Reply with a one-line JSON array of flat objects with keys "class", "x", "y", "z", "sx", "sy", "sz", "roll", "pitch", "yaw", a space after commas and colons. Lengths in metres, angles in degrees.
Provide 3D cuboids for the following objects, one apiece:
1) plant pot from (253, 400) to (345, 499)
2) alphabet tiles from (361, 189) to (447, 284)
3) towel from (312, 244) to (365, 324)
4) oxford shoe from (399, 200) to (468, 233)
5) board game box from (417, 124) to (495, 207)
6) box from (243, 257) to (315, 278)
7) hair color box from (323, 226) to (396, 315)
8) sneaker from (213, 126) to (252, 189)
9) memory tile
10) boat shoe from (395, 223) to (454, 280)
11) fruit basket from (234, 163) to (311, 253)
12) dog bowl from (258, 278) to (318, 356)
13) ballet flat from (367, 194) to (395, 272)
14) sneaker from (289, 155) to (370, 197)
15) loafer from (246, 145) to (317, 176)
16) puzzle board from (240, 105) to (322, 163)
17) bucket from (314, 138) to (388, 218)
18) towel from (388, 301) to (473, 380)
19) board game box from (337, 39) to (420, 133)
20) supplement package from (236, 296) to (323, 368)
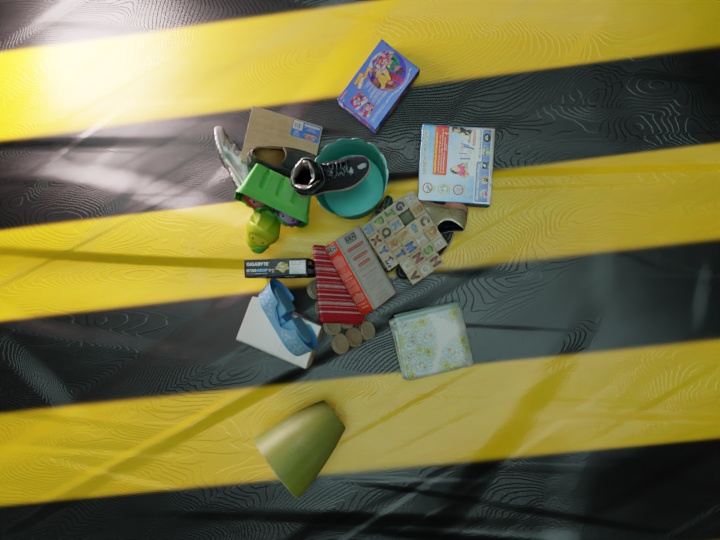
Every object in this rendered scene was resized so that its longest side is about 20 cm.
[{"class": "plant pot", "x": -0.140, "y": 0.435, "z": 1.432, "sx": 0.199, "sy": 0.187, "sz": 0.188, "roll": -39, "pitch": 86, "yaw": -14}, {"class": "alphabet tiles", "x": 0.120, "y": -0.075, "z": 1.439, "sx": 0.166, "sy": 0.008, "sz": 0.202, "roll": -34, "pitch": 87, "yaw": 10}, {"class": "towel", "x": -0.057, "y": 0.038, "z": 1.447, "sx": 0.142, "sy": 0.022, "sz": 0.205, "roll": 5, "pitch": 71, "yaw": -38}, {"class": "oxford shoe", "x": 0.180, "y": -0.133, "z": 1.455, "sx": 0.195, "sy": 0.071, "sz": 0.075, "roll": -2, "pitch": 53, "yaw": 17}, {"class": "board game box", "x": 0.251, "y": -0.275, "z": 1.484, "sx": 0.191, "sy": 0.056, "sz": 0.205, "roll": 4, "pitch": 88, "yaw": 4}, {"class": "box", "x": -0.196, "y": -0.004, "z": 1.427, "sx": 0.155, "sy": 0.200, "sz": 0.047, "roll": -1, "pitch": 89, "yaw": 4}, {"class": "hair color box", "x": 0.000, "y": 0.000, "z": 1.451, "sx": 0.101, "sy": 0.061, "sz": 0.203, "roll": -31, "pitch": 94, "yaw": -41}, {"class": "sneaker", "x": -0.334, "y": -0.303, "z": 1.522, "sx": 0.081, "sy": 0.075, "sz": 0.203, "roll": -28, "pitch": 92, "yaw": -14}, {"class": "memory tile", "x": -0.050, "y": 0.105, "z": 1.459, "sx": 0.152, "sy": 0.017, "sz": 0.204, "roll": -21, "pitch": 85, "yaw": -43}, {"class": "boat shoe", "x": 0.173, "y": -0.047, "z": 1.478, "sx": 0.200, "sy": 0.057, "sz": 0.069, "roll": -44, "pitch": 86, "yaw": 1}, {"class": "fruit basket", "x": -0.239, "y": -0.143, "z": 1.454, "sx": 0.210, "sy": 0.155, "sz": 0.222, "roll": 0, "pitch": 89, "yaw": -15}, {"class": "dog bowl", "x": -0.178, "y": 0.117, "z": 1.355, "sx": 0.049, "sy": 0.111, "sz": 0.202, "roll": -33, "pitch": 84, "yaw": 12}, {"class": "ballet flat", "x": 0.052, "y": -0.096, "z": 1.488, "sx": 0.073, "sy": 0.068, "sz": 0.206, "roll": -3, "pitch": 89, "yaw": 19}, {"class": "sneaker", "x": -0.072, "y": -0.231, "z": 1.322, "sx": 0.198, "sy": 0.146, "sz": 0.079, "roll": -19, "pitch": 86, "yaw": 2}, {"class": "loafer", "x": -0.198, "y": -0.288, "z": 1.465, "sx": 0.195, "sy": 0.072, "sz": 0.075, "roll": -1, "pitch": 88, "yaw": -13}, {"class": "puzzle board", "x": -0.211, "y": -0.340, "z": 1.510, "sx": 0.195, "sy": 0.017, "sz": 0.155, "roll": 14, "pitch": 84, "yaw": -13}, {"class": "bucket", "x": -0.025, "y": -0.232, "z": 1.458, "sx": 0.202, "sy": 0.135, "sz": 0.213, "roll": 0, "pitch": 88, "yaw": 2}, {"class": "towel", "x": 0.185, "y": 0.185, "z": 1.475, "sx": 0.195, "sy": 0.048, "sz": 0.175, "roll": -13, "pitch": 90, "yaw": 3}, {"class": "board game box", "x": 0.049, "y": -0.495, "z": 1.510, "sx": 0.134, "sy": 0.045, "sz": 0.201, "roll": 38, "pitch": 90, "yaw": 4}, {"class": "supplement package", "x": -0.204, "y": 0.160, "z": 1.461, "sx": 0.196, "sy": 0.117, "sz": 0.119, "roll": 23, "pitch": 88, "yaw": 4}]
